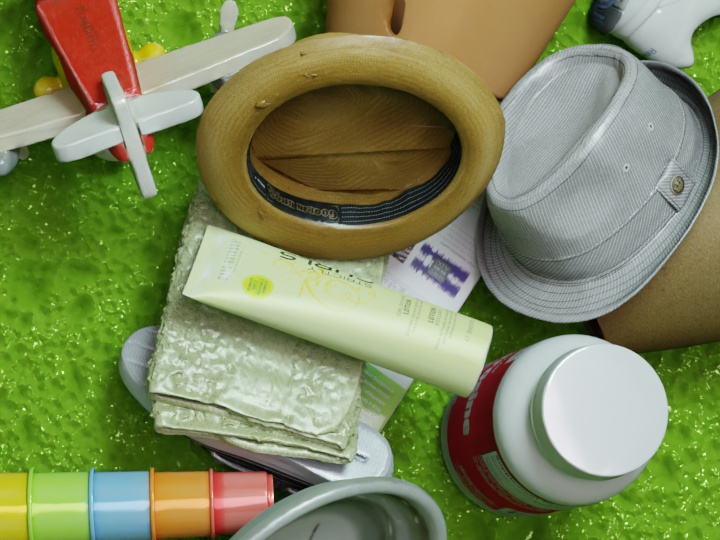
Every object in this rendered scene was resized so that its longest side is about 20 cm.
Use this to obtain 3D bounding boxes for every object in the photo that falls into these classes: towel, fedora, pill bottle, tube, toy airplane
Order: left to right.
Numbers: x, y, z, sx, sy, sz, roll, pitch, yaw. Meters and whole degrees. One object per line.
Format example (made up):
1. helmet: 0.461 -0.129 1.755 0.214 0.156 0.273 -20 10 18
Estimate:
1. toy airplane: -0.166 -0.117 1.672 0.200 0.141 0.199 17 57 19
2. towel: -0.060 0.027 1.675 0.148 0.036 0.200 14 64 -9
3. tube: -0.014 0.026 1.639 0.200 0.058 0.052 20 86 -2
4. fedora: -0.008 -0.097 1.640 0.200 0.201 0.082 7 42 -12
5. pill bottle: 0.131 0.103 1.677 0.112 0.200 0.113 2 80 -14
6. fedora: 0.143 -0.074 1.684 0.200 0.177 0.090 -53 134 -9

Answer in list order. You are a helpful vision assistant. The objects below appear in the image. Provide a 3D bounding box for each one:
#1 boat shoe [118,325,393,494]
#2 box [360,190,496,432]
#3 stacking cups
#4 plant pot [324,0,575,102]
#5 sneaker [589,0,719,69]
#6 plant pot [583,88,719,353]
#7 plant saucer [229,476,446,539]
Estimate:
1. boat shoe: -0.076 0.109 1.693 0.200 0.071 0.072 29 56 5
2. box: 0.000 0.000 1.749 0.144 0.036 0.200 36 73 -6
3. stacking cups: -0.156 0.160 1.652 0.199 0.061 0.061 1 81 -2
4. plant pot: 0.062 -0.201 1.725 0.200 0.200 0.140 18 93 -10
5. sneaker: 0.249 -0.234 1.838 0.087 0.074 0.200 38 81 -18
6. plant pot: 0.240 -0.025 1.749 0.200 0.186 0.187 -26 88 -3
7. plant saucer: -0.039 0.200 1.652 0.200 0.200 0.050 -27 51 -16
